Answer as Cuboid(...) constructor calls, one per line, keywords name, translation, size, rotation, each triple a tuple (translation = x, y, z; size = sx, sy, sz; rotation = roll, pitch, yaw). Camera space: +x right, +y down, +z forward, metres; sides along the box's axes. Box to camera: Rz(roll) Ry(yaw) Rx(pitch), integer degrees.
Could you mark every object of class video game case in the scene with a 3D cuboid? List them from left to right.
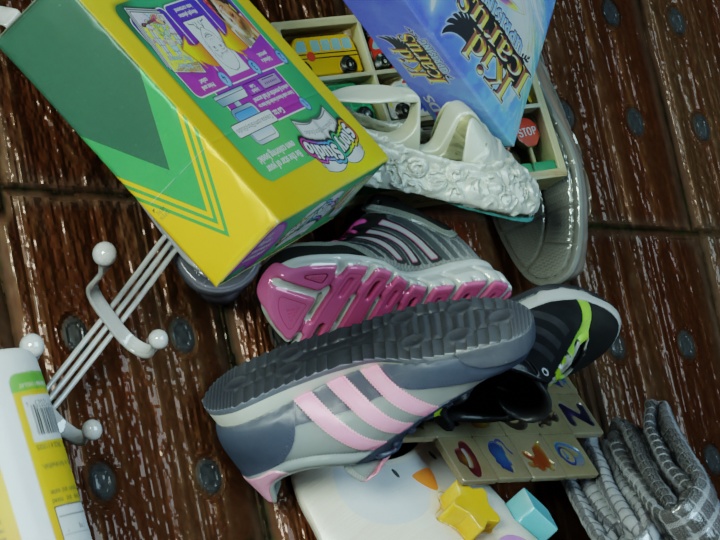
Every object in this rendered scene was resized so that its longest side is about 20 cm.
Cuboid(name="video game case", translation=(0.056, -0.205, 1.743), size=(0.200, 0.045, 0.182), rotation=(50, 47, -40))

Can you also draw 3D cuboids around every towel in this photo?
Cuboid(name="towel", translation=(0.210, 0.183, 1.771), size=(0.166, 0.085, 0.200), rotation=(54, 4, -17))

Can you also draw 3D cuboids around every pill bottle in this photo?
Cuboid(name="pill bottle", translation=(-0.187, 0.149, 1.395), size=(0.111, 0.111, 0.201), rotation=(-11, 82, -49))

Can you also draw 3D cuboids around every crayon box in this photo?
Cuboid(name="crayon box", translation=(-0.086, -0.090, 1.517), size=(0.173, 0.058, 0.200), rotation=(49, 21, 3))

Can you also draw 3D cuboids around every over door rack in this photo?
Cuboid(name="over door rack", translation=(-0.169, -0.025, 1.503), size=(0.200, 0.066, 0.148), rotation=(49, 58, -22))

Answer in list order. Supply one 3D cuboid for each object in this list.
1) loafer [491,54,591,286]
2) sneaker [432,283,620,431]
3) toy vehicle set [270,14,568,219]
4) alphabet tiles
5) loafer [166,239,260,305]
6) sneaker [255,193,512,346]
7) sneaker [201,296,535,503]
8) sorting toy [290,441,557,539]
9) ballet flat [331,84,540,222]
Cuboid(name="loafer", translation=(0.118, -0.086, 1.877), size=(0.063, 0.072, 0.201), rotation=(3, 68, -57))
Cuboid(name="sneaker", translation=(0.094, 0.065, 1.696), size=(0.199, 0.072, 0.083), rotation=(-9, 45, -41))
Cuboid(name="toy vehicle set", translation=(0.033, -0.103, 1.779), size=(0.199, 0.026, 0.125), rotation=(-9, 76, -37))
Cuboid(name="alphabet tiles", translation=(0.065, 0.066, 1.741), size=(0.199, 0.006, 0.167), rotation=(2, 47, -48))
Cuboid(name="loafer", translation=(-0.102, -0.075, 1.642), size=(0.071, 0.063, 0.202), rotation=(-9, 75, -8))
Cuboid(name="sneaker", translation=(0.000, 0.000, 1.681), size=(0.199, 0.074, 0.088), rotation=(-1, 41, -47))
Cuboid(name="sneaker", translation=(0.014, 0.075, 1.599), size=(0.070, 0.199, 0.082), rotation=(-72, 143, -61))
Cuboid(name="sorting toy", translation=(0.042, 0.161, 1.679), size=(0.199, 0.107, 0.180), rotation=(-22, 71, -50))
Cuboid(name="ballet flat", translation=(0.035, -0.075, 1.697), size=(0.199, 0.072, 0.072), rotation=(9, 66, -31))
